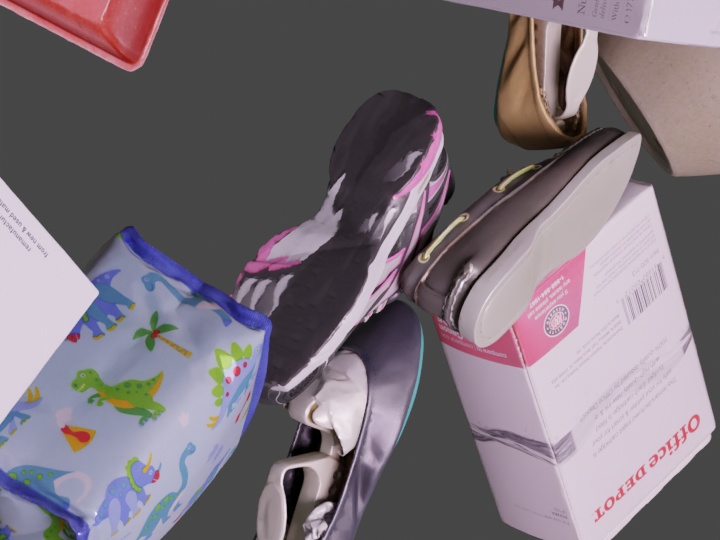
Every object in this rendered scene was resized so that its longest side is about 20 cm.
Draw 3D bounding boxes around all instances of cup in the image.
[{"bbox_3d":[0.228,-0.140,1.755,0.143,0.200,0.201,-34,129,-1],"label":"cup"}]

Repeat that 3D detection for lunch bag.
[{"bbox_3d":[-0.144,0.103,1.468,0.170,0.127,0.200,-47,161,-31],"label":"lunch bag"}]

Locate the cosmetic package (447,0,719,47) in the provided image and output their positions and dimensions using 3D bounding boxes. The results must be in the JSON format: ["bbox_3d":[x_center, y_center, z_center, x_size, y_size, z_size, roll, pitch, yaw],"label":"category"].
[{"bbox_3d":[0.118,-0.197,1.597,0.081,0.200,0.113,1,100,-47],"label":"cosmetic package"}]

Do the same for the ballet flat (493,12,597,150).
[{"bbox_3d":[0.123,-0.171,1.709,0.068,0.063,0.201,-14,112,-43],"label":"ballet flat"}]

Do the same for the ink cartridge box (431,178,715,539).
[{"bbox_3d":[0.136,0.057,1.780,0.146,0.083,0.201,-40,128,-30],"label":"ink cartridge box"}]

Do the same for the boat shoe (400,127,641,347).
[{"bbox_3d":[0.100,-0.032,1.662,0.202,0.060,0.072,-44,150,-40],"label":"boat shoe"}]

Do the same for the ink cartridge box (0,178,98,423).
[{"bbox_3d":[-0.259,0.029,1.323,0.200,0.145,0.145,-53,135,-18],"label":"ink cartridge box"}]

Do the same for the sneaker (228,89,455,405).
[{"bbox_3d":[0.000,0.000,1.632,0.200,0.080,0.086,-54,145,-11],"label":"sneaker"}]

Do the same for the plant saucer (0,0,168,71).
[{"bbox_3d":[-0.154,-0.229,1.427,0.199,0.037,0.201,26,83,-46],"label":"plant saucer"}]

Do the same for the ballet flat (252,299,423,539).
[{"bbox_3d":[-0.020,0.109,1.651,0.073,0.073,0.201,19,91,-47],"label":"ballet flat"}]
